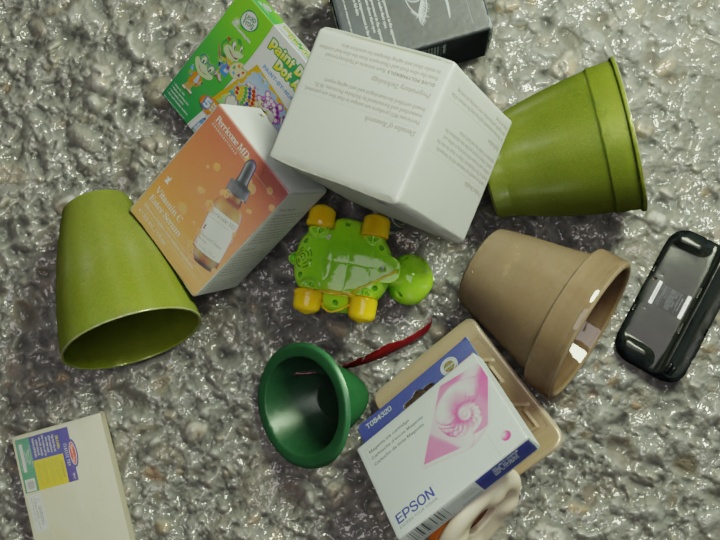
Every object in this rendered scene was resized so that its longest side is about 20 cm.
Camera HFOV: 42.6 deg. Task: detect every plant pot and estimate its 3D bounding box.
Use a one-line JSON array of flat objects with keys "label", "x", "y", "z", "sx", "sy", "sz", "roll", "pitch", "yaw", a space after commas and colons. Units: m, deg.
[{"label": "plant pot", "x": 0.228, "y": 0.036, "z": 1.205, "sx": 0.174, "sy": 0.200, "sz": 0.202, "roll": 32, "pitch": 88, "yaw": 23}, {"label": "plant pot", "x": 0.257, "y": -0.155, "z": 1.212, "sx": 0.190, "sy": 0.200, "sz": 0.203, "roll": -13, "pitch": 85, "yaw": 14}, {"label": "plant pot", "x": -0.330, "y": 0.002, "z": 1.236, "sx": 0.185, "sy": 0.187, "sz": 0.202, "roll": -21, "pitch": 71, "yaw": 1}]

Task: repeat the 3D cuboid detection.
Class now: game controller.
[{"label": "game controller", "x": 0.431, "y": 0.047, "z": 1.258, "sx": 0.104, "sy": 0.042, "sz": 0.202, "roll": 28, "pitch": 87, "yaw": 19}]

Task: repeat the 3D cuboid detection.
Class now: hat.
[{"label": "hat", "x": -0.014, "y": 0.170, "z": 1.274, "sx": 0.199, "sy": 0.175, "sz": 0.168, "roll": -14, "pitch": 85, "yaw": 41}]

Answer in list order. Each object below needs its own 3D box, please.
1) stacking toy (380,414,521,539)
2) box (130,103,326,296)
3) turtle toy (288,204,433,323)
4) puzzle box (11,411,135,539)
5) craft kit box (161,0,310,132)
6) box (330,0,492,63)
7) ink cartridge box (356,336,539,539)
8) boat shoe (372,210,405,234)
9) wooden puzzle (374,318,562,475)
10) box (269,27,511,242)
[{"label": "stacking toy", "x": 0.092, "y": 0.259, "z": 1.182, "sx": 0.200, "sy": 0.146, "sz": 0.146, "roll": 40, "pitch": 88, "yaw": 31}, {"label": "box", "x": -0.174, "y": -0.092, "z": 1.210, "sx": 0.200, "sy": 0.106, "sz": 0.153, "roll": -45, "pitch": 77, "yaw": 22}, {"label": "turtle toy", "x": 0.000, "y": 0.000, "z": 1.242, "sx": 0.197, "sy": 0.101, "sz": 0.148, "roll": 10, "pitch": 81, "yaw": 6}, {"label": "puzzle box", "x": -0.394, "y": 0.309, "z": 1.278, "sx": 0.131, "sy": 0.025, "sz": 0.203, "roll": -15, "pitch": 85, "yaw": 2}, {"label": "craft kit box", "x": -0.146, "y": -0.237, "z": 1.258, "sx": 0.197, "sy": 0.048, "sz": 0.200, "roll": -44, "pitch": 84, "yaw": 23}, {"label": "box", "x": 0.064, "y": -0.351, "z": 1.255, "sx": 0.197, "sy": 0.104, "sz": 0.150, "roll": -14, "pitch": 82, "yaw": 1}, {"label": "ink cartridge box", "x": 0.091, "y": 0.198, "z": 1.130, "sx": 0.196, "sy": 0.043, "sz": 0.201, "roll": -41, "pitch": 44, "yaw": 9}, {"label": "boat shoe", "x": 0.053, "y": -0.152, "z": 1.260, "sx": 0.061, "sy": 0.072, "sz": 0.203, "roll": -6, "pitch": 80, "yaw": 39}, {"label": "wooden puzzle", "x": 0.143, "y": 0.193, "z": 1.232, "sx": 0.185, "sy": 0.046, "sz": 0.201, "roll": -40, "pitch": 80, "yaw": 20}, {"label": "box", "x": 0.041, "y": -0.160, "z": 1.122, "sx": 0.198, "sy": 0.198, "sz": 0.173, "roll": 22, "pitch": 90, "yaw": 31}]
